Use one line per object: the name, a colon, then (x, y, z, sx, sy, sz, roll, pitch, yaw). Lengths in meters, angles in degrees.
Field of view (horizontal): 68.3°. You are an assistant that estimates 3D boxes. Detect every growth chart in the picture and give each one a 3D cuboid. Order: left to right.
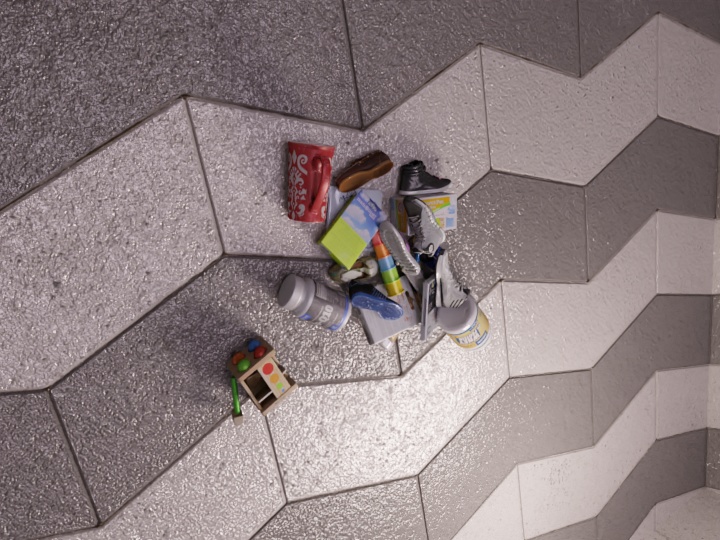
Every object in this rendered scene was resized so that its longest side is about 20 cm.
growth chart: (0.167, -0.002, 1.701, 0.202, 0.017, 0.146, 56, 32, -25)

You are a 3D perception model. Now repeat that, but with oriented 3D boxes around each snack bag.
snack bag: (-0.023, -0.152, 1.597, 0.195, 0.021, 0.195, 0, 100, -32)

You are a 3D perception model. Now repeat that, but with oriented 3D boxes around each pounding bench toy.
pounding bench toy: (-0.305, 0.306, 1.464, 0.199, 0.123, 0.158, -39, 117, -18)

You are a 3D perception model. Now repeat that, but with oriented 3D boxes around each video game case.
video game case: (0.230, 0.112, 1.735, 0.199, 0.023, 0.188, -27, 121, -67)

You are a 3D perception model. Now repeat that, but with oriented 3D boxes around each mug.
mug: (-0.142, -0.236, 1.427, 0.129, 0.178, 0.207, 6, 104, -1)

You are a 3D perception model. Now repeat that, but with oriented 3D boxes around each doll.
doll: (0.221, -0.068, 1.709, 0.199, 0.048, 0.139, 32, 89, -52)

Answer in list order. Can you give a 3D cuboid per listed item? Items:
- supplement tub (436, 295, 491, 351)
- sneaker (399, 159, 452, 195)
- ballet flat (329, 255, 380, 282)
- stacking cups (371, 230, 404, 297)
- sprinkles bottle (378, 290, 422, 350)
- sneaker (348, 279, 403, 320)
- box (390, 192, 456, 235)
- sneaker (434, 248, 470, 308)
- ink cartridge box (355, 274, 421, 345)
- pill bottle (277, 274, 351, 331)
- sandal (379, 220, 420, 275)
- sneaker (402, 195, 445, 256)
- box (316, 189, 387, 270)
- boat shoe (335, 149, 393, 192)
supplement tub: (0.358, 0.180, 1.810, 0.147, 0.143, 0.200, -56, 136, -8)
sneaker: (0.210, -0.300, 1.674, 0.195, 0.070, 0.102, -11, 111, -24)
ballet flat: (0.000, 0.000, 1.617, 0.195, 0.070, 0.073, -11, 106, -29)
stacking cups: (0.074, -0.023, 1.627, 0.059, 0.060, 0.205, -24, 98, -23)
sprinkles bottle: (0.121, 0.159, 1.723, 0.068, 0.068, 0.202, 43, 77, -30)
sneaker: (0.048, 0.085, 1.604, 0.197, 0.079, 0.070, 24, 123, -33)
box: (0.199, -0.183, 1.676, 0.195, 0.101, 0.116, -11, 106, -28)
sneaker: (0.299, 0.028, 1.704, 0.076, 0.112, 0.206, -51, 142, -57)
ink cartridge box: (0.086, 0.122, 1.676, 0.196, 0.050, 0.167, -19, 86, -29)
pill bottle: (-0.132, 0.091, 1.528, 0.197, 0.113, 0.117, 25, 88, -32)
sandal: (0.119, -0.073, 1.584, 0.050, 0.081, 0.205, -49, 122, -29)
sneaker: (0.174, -0.116, 1.561, 0.200, 0.074, 0.117, 45, 66, -31)
box: (-0.023, -0.119, 1.548, 0.122, 0.047, 0.202, 42, 74, -19)
boat shoe: (0.003, -0.294, 1.560, 0.197, 0.071, 0.071, -28, 158, -27)
